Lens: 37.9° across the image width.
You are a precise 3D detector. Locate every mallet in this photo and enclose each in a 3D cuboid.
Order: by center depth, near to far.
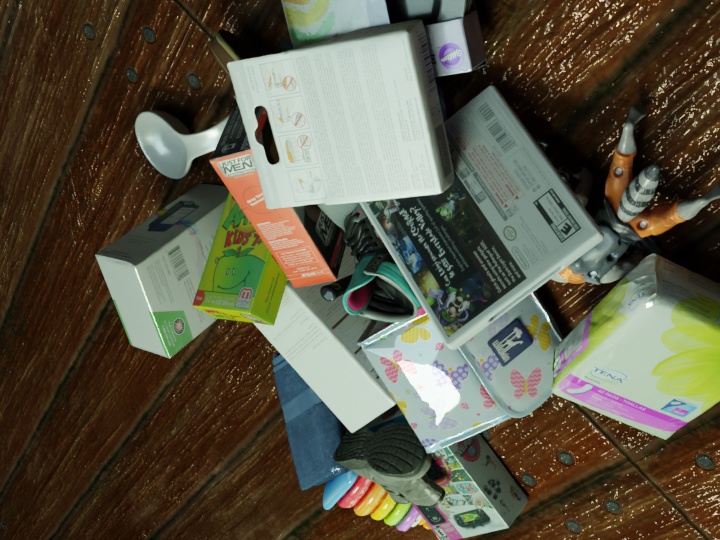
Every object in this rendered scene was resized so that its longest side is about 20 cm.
[{"bbox_3d":[0.000,0.000,1.201,0.066,0.200,0.041,43,115,20],"label":"mallet"}]

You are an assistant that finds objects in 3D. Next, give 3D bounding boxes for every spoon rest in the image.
[{"bbox_3d":[-0.227,-0.170,1.360,0.199,0.061,0.100,-5,117,43],"label":"spoon rest"}]

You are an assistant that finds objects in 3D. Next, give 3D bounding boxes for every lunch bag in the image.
[{"bbox_3d":[0.124,0.088,1.196,0.199,0.127,0.170,-26,105,20],"label":"lunch bag"}]

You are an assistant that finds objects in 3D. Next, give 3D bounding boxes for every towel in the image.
[{"bbox_3d":[-0.064,0.193,1.452,0.112,0.048,0.201,-36,62,48],"label":"towel"}]

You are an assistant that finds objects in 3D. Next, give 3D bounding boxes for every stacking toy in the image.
[{"bbox_3d":[0.056,0.325,1.492,0.199,0.116,0.110,32,134,-3],"label":"stacking toy"}]

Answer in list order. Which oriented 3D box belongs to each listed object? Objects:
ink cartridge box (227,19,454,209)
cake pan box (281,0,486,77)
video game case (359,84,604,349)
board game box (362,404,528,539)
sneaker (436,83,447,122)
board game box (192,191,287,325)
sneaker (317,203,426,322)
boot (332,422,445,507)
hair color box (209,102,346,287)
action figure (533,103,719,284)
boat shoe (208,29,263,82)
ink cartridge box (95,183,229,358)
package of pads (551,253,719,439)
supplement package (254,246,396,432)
[{"bbox_3d":[-0.018,-0.148,1.036,0.199,0.050,0.162,-3,112,28],"label":"ink cartridge box"},{"bbox_3d":[0.017,-0.273,1.022,0.199,0.052,0.185,-3,112,28],"label":"cake pan box"},{"bbox_3d":[0.111,-0.054,1.030,0.182,0.023,0.201,-38,62,14],"label":"video game case"},{"bbox_3d":[0.108,0.260,1.407,0.200,0.064,0.147,53,140,-5],"label":"board game box"},{"bbox_3d":[0.075,-0.131,1.111,0.200,0.076,0.105,35,118,-15],"label":"sneaker"},{"bbox_3d":[-0.126,-0.039,1.277,0.101,0.201,0.048,4,162,40],"label":"board game box"},{"bbox_3d":[0.008,-0.014,1.116,0.199,0.121,0.084,33,144,18],"label":"sneaker"},{"bbox_3d":[0.063,0.252,1.321,0.130,0.068,0.200,38,159,-20],"label":"boot"},{"bbox_3d":[-0.083,-0.087,1.174,0.061,0.102,0.200,-10,133,26],"label":"hair color box"},{"bbox_3d":[0.224,-0.065,1.014,0.200,0.105,0.194,39,129,5],"label":"action figure"},{"bbox_3d":[-0.110,-0.189,1.217,0.067,0.072,0.200,-40,94,22],"label":"boat shoe"},{"bbox_3d":[-0.231,-0.005,1.389,0.087,0.200,0.146,12,130,39],"label":"ink cartridge box"},{"bbox_3d":[0.297,0.080,1.051,0.154,0.068,0.200,23,140,-10],"label":"package of pads"},{"bbox_3d":[-0.018,0.083,1.332,0.200,0.117,0.117,48,141,0],"label":"supplement package"}]
